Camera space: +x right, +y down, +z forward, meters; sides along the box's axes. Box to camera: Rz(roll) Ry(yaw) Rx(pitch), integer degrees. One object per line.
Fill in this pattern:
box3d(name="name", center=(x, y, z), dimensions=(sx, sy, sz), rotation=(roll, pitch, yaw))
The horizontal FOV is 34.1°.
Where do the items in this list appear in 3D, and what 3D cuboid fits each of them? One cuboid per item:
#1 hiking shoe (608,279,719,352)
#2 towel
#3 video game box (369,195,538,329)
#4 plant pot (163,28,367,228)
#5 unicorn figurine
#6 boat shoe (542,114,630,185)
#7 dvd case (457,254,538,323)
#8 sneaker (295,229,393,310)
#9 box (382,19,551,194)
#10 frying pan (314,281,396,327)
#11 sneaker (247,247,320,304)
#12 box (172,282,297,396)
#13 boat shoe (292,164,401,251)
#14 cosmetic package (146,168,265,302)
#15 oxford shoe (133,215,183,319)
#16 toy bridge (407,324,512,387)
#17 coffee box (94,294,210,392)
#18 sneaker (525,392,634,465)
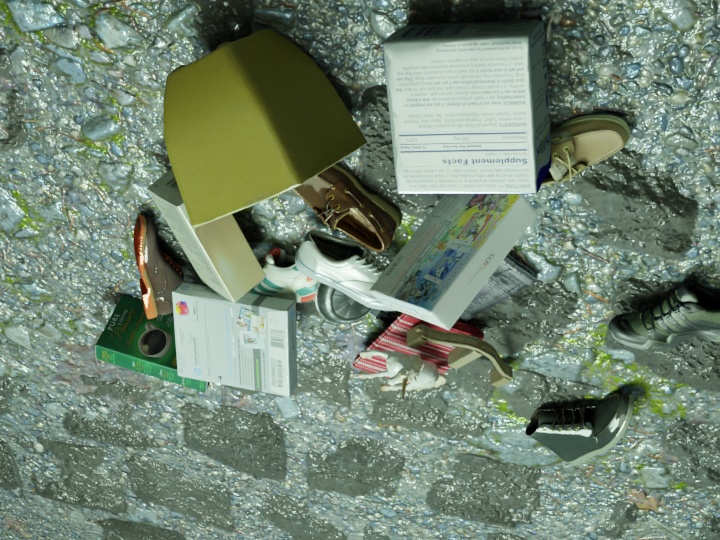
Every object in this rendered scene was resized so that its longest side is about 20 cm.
box3d(name="hiking shoe", center=(0.456, 0.055, 1.694), dimensions=(0.199, 0.076, 0.101), rotation=(-7, 123, 14))
box3d(name="towel", center=(0.091, 0.126, 1.897), dimensions=(0.144, 0.023, 0.200), rotation=(19, 143, -19))
box3d(name="video game box", center=(0.123, -0.024, 1.583), dimensions=(0.047, 0.200, 0.182), rotation=(43, 170, -22))
box3d(name="plant pot", center=(-0.146, -0.202, 1.557), dimensions=(0.195, 0.194, 0.201), rotation=(-18, 102, 33))
box3d(name="unicorn figurine", center=(0.066, 0.158, 1.838), dimensions=(0.137, 0.074, 0.200), rotation=(-4, 177, 37))
box3d(name="boat shoe", center=(0.261, -0.146, 1.554), dimensions=(0.200, 0.067, 0.074), rotation=(-18, 126, 33))
box3d(name="dvd case", center=(0.146, 0.015, 1.782), dimensions=(0.149, 0.016, 0.200), rotation=(33, 135, -25))
box3d(name="sneaker", center=(0.000, 0.000, 1.741), dimensions=(0.199, 0.073, 0.071), rotation=(19, 138, -2))
box3d(name="box", center=(0.137, -0.204, 1.473), dimensions=(0.183, 0.105, 0.201), rotation=(2, 113, 19))
box3d(name="frying pan", center=(-0.002, 0.063, 1.840), dimensions=(0.115, 0.031, 0.190), rotation=(-32, 125, -9))
box3d(name="sneaker", center=(-0.136, 0.011, 1.865), dimensions=(0.199, 0.070, 0.094), rotation=(-14, 110, 33))
box3d(name="box", center=(-0.200, 0.110, 1.874), dimensions=(0.199, 0.041, 0.156), rotation=(8, 116, 17))
box3d(name="boat shoe", center=(-0.031, -0.098, 1.706), dimensions=(0.200, 0.068, 0.072), rotation=(33, 135, -13))
box3d(name="cosmetic package", center=(-0.232, -0.057, 1.786), dimensions=(0.105, 0.071, 0.200), rotation=(30, 153, 46))
box3d(name="oxford shoe", center=(-0.328, -0.010, 1.915), dimensions=(0.072, 0.071, 0.200), rotation=(-10, 133, -11))
box3d(name="toy bridge", center=(0.165, 0.128, 1.834), dimensions=(0.200, 0.027, 0.067), rotation=(27, 141, -29))
box3d(name="coffee box", center=(-0.336, 0.123, 1.999), dimensions=(0.199, 0.123, 0.044), rotation=(16, 140, 2))
box3d(name="sneaker", center=(0.354, 0.247, 1.908), dimensions=(0.106, 0.075, 0.200), rotation=(26, 137, -10))
